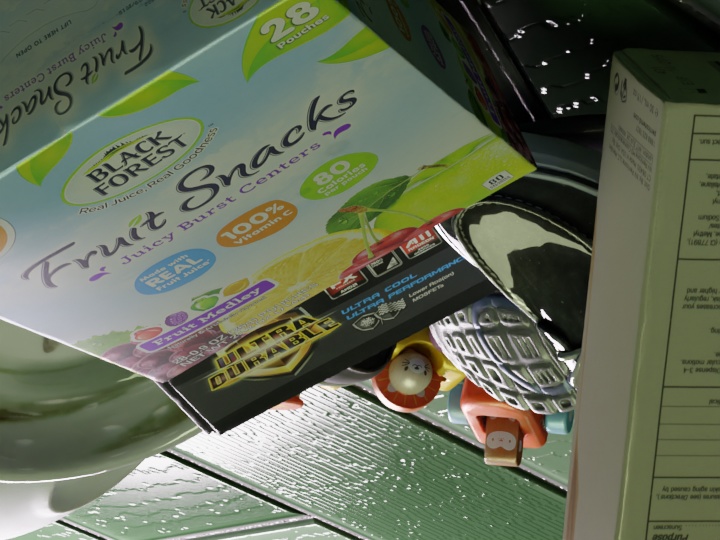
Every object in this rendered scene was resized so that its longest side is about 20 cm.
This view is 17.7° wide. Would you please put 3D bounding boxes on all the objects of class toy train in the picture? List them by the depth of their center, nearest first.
[{"bbox_3d":[0.011,0.069,1.264,0.200,0.056,0.150,6,156,13],"label":"toy train"}]

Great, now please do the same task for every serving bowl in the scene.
[{"bbox_3d":[-0.144,0.069,1.161,0.066,0.200,0.200,45,164,17],"label":"serving bowl"}]

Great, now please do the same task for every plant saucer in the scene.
[{"bbox_3d":[-0.127,0.015,1.020,0.200,0.050,0.200,-13,143,-10],"label":"plant saucer"}]

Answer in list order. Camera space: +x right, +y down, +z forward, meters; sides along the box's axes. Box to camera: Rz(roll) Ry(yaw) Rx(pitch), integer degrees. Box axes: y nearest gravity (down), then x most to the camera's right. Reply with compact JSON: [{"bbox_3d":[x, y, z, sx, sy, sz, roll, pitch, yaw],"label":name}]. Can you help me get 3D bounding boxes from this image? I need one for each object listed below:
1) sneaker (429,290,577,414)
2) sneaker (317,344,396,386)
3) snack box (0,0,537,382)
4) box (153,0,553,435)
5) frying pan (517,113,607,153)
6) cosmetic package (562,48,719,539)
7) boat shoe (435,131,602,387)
[{"bbox_3d":[0.117,0.007,1.023,0.200,0.087,0.075,-11,113,39],"label":"sneaker"},{"bbox_3d":[0.000,0.000,1.087,0.106,0.075,0.200,0,153,25],"label":"sneaker"},{"bbox_3d":[-0.054,-0.044,0.772,0.169,0.068,0.200,-30,156,15],"label":"snack box"},{"bbox_3d":[-0.023,-0.035,0.927,0.200,0.050,0.199,-27,143,8],"label":"box"},{"bbox_3d":[0.158,-0.056,0.900,0.190,0.031,0.115,-15,143,29],"label":"frying pan"},{"bbox_3d":[0.137,0.025,0.837,0.105,0.200,0.071,2,-160,-11],"label":"cosmetic package"},{"bbox_3d":[0.107,0.018,0.902,0.200,0.071,0.072,31,134,-15],"label":"boat shoe"}]
